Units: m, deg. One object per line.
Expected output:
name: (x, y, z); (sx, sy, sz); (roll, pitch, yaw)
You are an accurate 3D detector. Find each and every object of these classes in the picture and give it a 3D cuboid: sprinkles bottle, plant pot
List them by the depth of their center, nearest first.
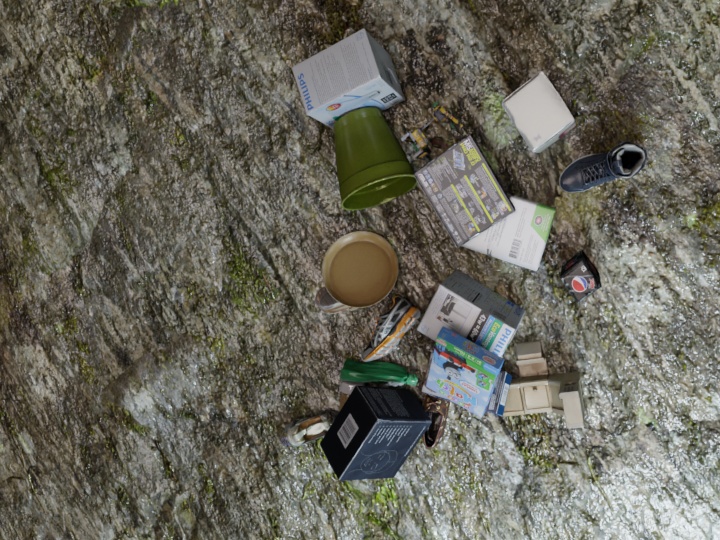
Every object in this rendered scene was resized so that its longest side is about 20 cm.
plant pot: (0.020, -0.277, 1.703); (0.196, 0.200, 0.198); (-20, 79, 19)
plant pot: (0.000, 0.000, 1.778); (0.194, 0.028, 0.206); (-3, 68, 6)
sprinkles bottle: (-0.027, 0.387, 1.858); (0.066, 0.068, 0.206); (8, 100, 16)

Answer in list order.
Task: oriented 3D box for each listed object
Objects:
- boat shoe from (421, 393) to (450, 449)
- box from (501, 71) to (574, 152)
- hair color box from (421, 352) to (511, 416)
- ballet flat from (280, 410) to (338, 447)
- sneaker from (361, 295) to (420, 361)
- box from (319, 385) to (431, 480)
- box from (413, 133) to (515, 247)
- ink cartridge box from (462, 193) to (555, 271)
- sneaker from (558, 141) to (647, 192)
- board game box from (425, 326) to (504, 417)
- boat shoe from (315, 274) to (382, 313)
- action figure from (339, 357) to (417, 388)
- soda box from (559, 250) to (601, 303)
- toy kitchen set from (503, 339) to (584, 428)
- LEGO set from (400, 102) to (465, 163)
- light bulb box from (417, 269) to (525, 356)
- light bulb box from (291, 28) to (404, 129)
boat shoe: (0.191, 0.348, 1.781); (0.068, 0.070, 0.207); (5, 97, 21)
box: (0.396, -0.343, 1.552); (0.108, 0.200, 0.129); (-35, 87, 19)
hair color box: (0.254, 0.272, 1.694); (0.195, 0.060, 0.103); (11, 79, 30)
ballet flat: (-0.146, 0.431, 1.902); (0.197, 0.072, 0.074); (-26, 89, 20)
sneaker: (0.067, 0.152, 1.799); (0.077, 0.078, 0.201); (47, 105, 20)
box: (0.037, 0.403, 1.748); (0.203, 0.193, 0.125); (-58, 44, 20)
box: (0.237, -0.180, 1.608); (0.158, 0.044, 0.203); (-32, 93, 18)
ink cartridge box: (0.345, -0.104, 1.662); (0.195, 0.084, 0.149); (19, 102, 14)
sneaker: (0.532, -0.225, 1.554); (0.198, 0.146, 0.079); (-20, 93, 21)
board game box: (0.227, 0.228, 1.565); (0.149, 0.037, 0.203); (27, 144, 18)
boat shoe: (-0.018, 0.063, 1.813); (0.194, 0.072, 0.078); (-10, 61, 3)
action figure: (0.050, 0.271, 1.809); (0.194, 0.119, 0.056); (5, 114, 8)
soda box: (0.489, 0.011, 1.569); (0.063, 0.200, 0.071); (-38, 86, 19)
toy kitchen set: (0.409, 0.263, 1.641); (0.195, 0.180, 0.168); (-10, 93, 19)
LEGO set: (0.188, -0.289, 1.670); (0.151, 0.116, 0.204); (-27, 89, 19)
light bulb box: (0.263, 0.115, 1.650); (0.197, 0.198, 0.127); (31, 109, 12)
light bulb box: (-0.025, -0.442, 1.672); (0.196, 0.197, 0.128); (-22, 80, 19)
